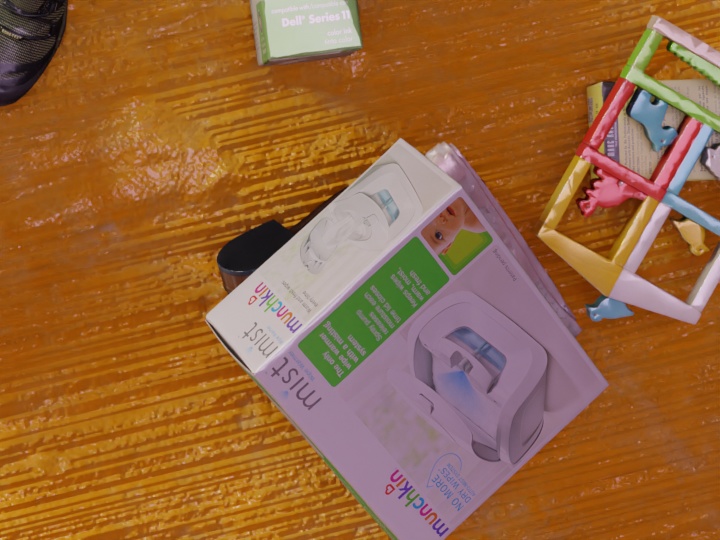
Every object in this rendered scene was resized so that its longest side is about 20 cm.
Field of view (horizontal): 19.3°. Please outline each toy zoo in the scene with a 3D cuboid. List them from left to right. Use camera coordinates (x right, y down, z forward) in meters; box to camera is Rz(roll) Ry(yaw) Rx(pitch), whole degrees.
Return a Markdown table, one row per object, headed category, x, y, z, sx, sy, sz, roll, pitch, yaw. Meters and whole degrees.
| category | x | y | z | sx | sy | sz | roll | pitch | yaw |
| --- | --- | --- | --- | --- | --- | --- | --- | --- | --- |
| toy zoo | 0.207 | -0.054 | 1.445 | 0.131 | 0.020 | 0.201 | 29 | 95 | -9 |

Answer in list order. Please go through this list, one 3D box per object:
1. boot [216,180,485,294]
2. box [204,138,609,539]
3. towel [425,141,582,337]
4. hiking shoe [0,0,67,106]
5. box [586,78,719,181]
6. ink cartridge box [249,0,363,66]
| category | x | y | z | sx | sy | sz | roll | pitch | yaw |
| --- | --- | --- | --- | --- | --- | --- | --- | --- | --- |
| boot | 0.000 | 0.000 | 1.466 | 0.198 | 0.075 | 0.098 | -20 | 121 | -15 |
| box | 0.030 | 0.052 | 1.367 | 0.176 | 0.097 | 0.200 | -42 | 123 | -5 |
| towel | 0.035 | 0.041 | 1.438 | 0.200 | 0.032 | 0.191 | -42 | 121 | -2 |
| hiking shoe | -0.221 | -0.208 | 1.404 | 0.075 | 0.101 | 0.202 | 18 | 91 | -5 |
| box | 0.261 | -0.100 | 1.481 | 0.198 | 0.050 | 0.076 | -4 | 94 | -5 |
| ink cartridge box | -0.046 | -0.241 | 1.410 | 0.067 | 0.117 | 0.202 | -8 | 94 | -6 |
